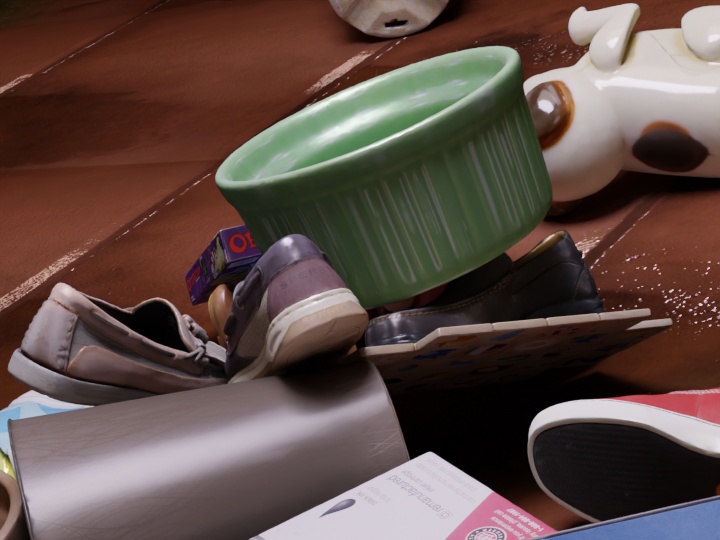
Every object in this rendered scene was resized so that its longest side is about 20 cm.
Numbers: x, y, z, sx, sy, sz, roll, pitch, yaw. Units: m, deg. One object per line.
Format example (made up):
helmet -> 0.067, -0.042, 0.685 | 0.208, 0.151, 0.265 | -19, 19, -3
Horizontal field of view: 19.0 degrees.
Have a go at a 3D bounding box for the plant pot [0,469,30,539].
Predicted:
plant pot -> -0.264, 0.194, 1.176 | 0.201, 0.093, 0.201 | -17, 20, 6

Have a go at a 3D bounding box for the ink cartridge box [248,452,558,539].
ink cartridge box -> -0.008, 0.180, 1.037 | 0.200, 0.085, 0.146 | -26, 22, -19

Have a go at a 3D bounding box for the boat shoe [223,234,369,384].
boat shoe -> -0.042, 0.027, 1.218 | 0.072, 0.065, 0.200 | -17, -10, -13

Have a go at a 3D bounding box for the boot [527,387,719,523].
boot -> 0.200, 0.082, 1.161 | 0.200, 0.073, 0.144 | 3, 26, 23

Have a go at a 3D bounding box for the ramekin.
ramekin -> 0.021, -0.053, 1.321 | 0.200, 0.098, 0.200 | -22, 15, 6

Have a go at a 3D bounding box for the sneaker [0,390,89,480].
sneaker -> -0.194, 0.129, 1.321 | 0.130, 0.080, 0.200 | -29, 14, -36

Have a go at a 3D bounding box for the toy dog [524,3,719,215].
toy dog -> 0.205, -0.111, 1.597 | 0.200, 0.140, 0.194 | -14, 57, 1

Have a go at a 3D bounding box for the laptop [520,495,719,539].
laptop -> 0.149, 0.188, 0.852 | 0.187, 0.116, 0.200 | -14, 20, 7

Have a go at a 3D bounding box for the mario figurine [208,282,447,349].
mario figurine -> 0.000, 0.000, 1.460 | 0.200, 0.106, 0.124 | -11, 33, 24

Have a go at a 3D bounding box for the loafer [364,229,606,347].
loafer -> 0.072, 0.019, 1.322 | 0.073, 0.072, 0.200 | -17, -6, 40

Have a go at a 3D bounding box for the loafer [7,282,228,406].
loafer -> -0.125, 0.044, 1.256 | 0.072, 0.063, 0.200 | 24, 8, 26

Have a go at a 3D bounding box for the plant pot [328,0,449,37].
plant pot -> 0.030, -0.340, 2.239 | 0.200, 0.201, 0.184 | -12, 32, 10

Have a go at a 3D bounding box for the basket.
basket -> -0.075, 0.128, 1.161 | 0.200, 0.136, 0.180 | -15, 32, -7

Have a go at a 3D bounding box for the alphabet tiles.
alphabet tiles -> 0.073, 0.050, 1.260 | 0.200, 0.006, 0.166 | -5, -13, -23

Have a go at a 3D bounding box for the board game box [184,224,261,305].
board game box -> -0.017, -0.022, 1.526 | 0.200, 0.032, 0.120 | -13, -15, -20
